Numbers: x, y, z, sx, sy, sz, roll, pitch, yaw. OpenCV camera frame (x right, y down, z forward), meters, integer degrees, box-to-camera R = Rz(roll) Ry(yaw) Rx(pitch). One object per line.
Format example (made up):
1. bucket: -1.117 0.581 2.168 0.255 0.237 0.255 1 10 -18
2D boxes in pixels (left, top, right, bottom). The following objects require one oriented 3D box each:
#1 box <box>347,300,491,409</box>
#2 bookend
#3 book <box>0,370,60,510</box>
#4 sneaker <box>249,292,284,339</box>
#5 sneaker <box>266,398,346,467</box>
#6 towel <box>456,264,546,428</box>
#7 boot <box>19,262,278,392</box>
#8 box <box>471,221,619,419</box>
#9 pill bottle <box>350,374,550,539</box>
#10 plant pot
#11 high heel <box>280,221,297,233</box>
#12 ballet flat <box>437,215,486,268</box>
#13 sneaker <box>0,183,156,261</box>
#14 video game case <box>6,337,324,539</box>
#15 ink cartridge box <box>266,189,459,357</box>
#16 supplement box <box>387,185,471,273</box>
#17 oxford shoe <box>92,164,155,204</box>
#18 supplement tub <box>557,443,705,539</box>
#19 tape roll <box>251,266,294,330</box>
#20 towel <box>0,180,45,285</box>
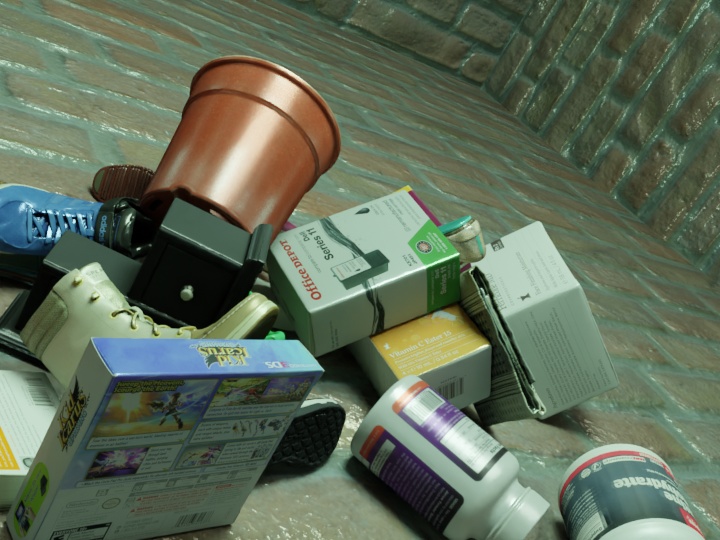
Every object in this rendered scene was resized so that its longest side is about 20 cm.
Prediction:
1. box: 0.061 0.084 1.135 0.124 0.098 0.200 -21 44 -16
2. bookend: -0.217 0.012 0.863 0.198 0.200 0.092 27 22 -12
3. book: -0.321 0.124 0.696 0.200 0.048 0.134 11 28 -45
4. sneaker: -0.160 0.043 1.024 0.200 0.084 0.074 37 23 16
5. sneaker: -0.092 0.149 0.899 0.083 0.072 0.200 25 7 33
6. towel: 0.158 0.100 1.127 0.200 0.034 0.193 126 -57 -74
7. boot: -0.184 0.048 0.773 0.155 0.200 0.072 51 4 14
8. box: 0.264 0.071 1.331 0.200 0.131 0.199 61 8 -29
9. pill bottle: 0.096 0.213 0.953 0.200 0.112 0.111 39 23 18
10. plant pot: -0.149 -0.109 1.052 0.200 0.201 0.195 28 56 -7
11. high heel: -0.073 -0.026 1.217 0.200 0.067 0.096 20 24 -11
12. ballet flat: 0.101 -0.025 1.207 0.067 0.068 0.200 59 -21 -11
13. sneaker: -0.295 -0.046 0.930 0.111 0.077 0.200 3 -5 28
14. video game case: -0.149 0.135 0.708 0.200 0.181 0.045 6 33 -47
15. ink cartridge box: 0.000 0.000 1.097 0.200 0.083 0.147 -21 47 -17
16. supplement box: 0.068 -0.016 1.346 0.200 0.131 0.103 54 -12 46
17. oxford shoe: -0.258 -0.090 1.195 0.200 0.071 0.075 17 -2 11
18. supplement tub: 0.303 0.301 0.993 0.140 0.141 0.200 26 22 -12
19. tape roll: -0.129 0.006 1.208 0.202 0.037 0.203 27 22 -12
20. towel: -0.370 -0.039 1.016 0.146 0.022 0.200 19 23 -29
